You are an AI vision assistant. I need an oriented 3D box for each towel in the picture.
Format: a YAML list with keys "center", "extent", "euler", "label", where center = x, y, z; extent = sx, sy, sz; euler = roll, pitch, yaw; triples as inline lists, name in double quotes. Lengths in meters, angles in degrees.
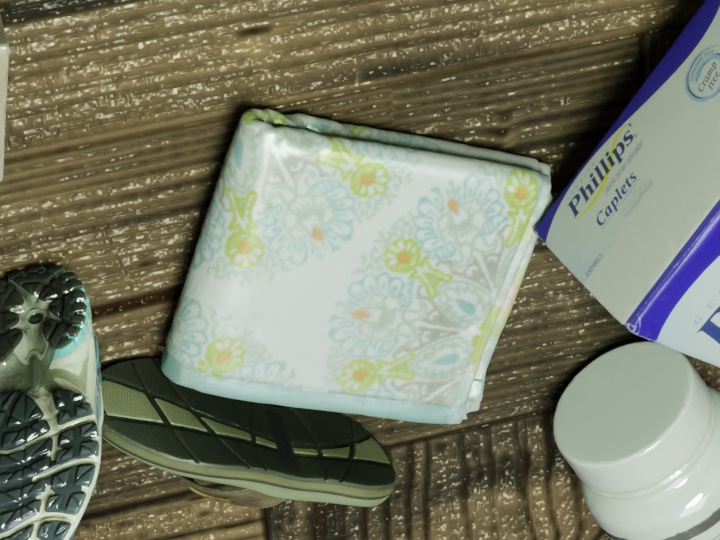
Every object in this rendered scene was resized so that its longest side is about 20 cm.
- center: [0.000, 0.000, 1.400]
  extent: [0.199, 0.048, 0.172]
  euler: [8, 115, -23]
  label: "towel"

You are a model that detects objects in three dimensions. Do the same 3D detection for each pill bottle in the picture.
- center: [0.206, 0.142, 1.516]
  extent: [0.113, 0.113, 0.200]
  euler: [-34, 125, 5]
  label: "pill bottle"

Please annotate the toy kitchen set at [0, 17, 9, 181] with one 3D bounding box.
- center: [-0.268, -0.102, 1.171]
  extent: [0.179, 0.163, 0.201]
  euler: [-2, 122, -17]
  label: "toy kitchen set"

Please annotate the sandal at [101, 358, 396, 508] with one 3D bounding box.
- center: [-0.071, 0.110, 1.429]
  extent: [0.200, 0.080, 0.057]
  euler: [20, 128, -28]
  label: "sandal"

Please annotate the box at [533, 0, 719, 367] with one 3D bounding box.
- center: [0.236, -0.039, 1.393]
  extent: [0.199, 0.105, 0.184]
  euler: [20, 114, -42]
  label: "box"

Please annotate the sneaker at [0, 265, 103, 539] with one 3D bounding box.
- center: [-0.164, 0.095, 1.317]
  extent: [0.077, 0.201, 0.087]
  euler: [-6, 137, 9]
  label: "sneaker"
